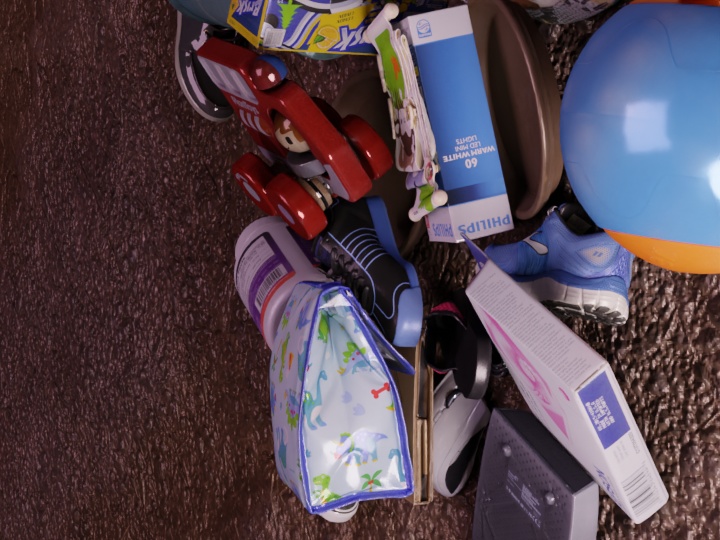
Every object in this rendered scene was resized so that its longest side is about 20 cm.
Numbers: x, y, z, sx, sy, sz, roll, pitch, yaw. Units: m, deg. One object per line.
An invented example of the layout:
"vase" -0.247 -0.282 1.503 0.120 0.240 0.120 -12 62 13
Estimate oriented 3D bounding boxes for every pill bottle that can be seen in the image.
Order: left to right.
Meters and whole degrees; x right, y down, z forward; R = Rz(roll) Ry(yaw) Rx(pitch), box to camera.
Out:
"pill bottle" -0.072 0.016 1.556 0.200 0.111 0.112 -127 45 -60

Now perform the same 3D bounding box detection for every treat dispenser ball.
"treat dispenser ball" 0.237 -0.099 1.002 0.200 0.200 0.202 6 97 57

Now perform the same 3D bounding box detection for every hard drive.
"hard drive" 0.151 0.227 1.272 0.135 0.042 0.201 47 143 45

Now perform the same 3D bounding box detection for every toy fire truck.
"toy fire truck" -0.071 -0.135 1.365 0.168 0.112 0.200 54 168 -30

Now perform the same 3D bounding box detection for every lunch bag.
"lunch bag" -0.025 0.109 1.369 0.170 0.127 0.201 -177 77 -77

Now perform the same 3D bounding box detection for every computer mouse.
"computer mouse" 0.090 0.133 1.388 0.110 0.044 0.201 49 131 45

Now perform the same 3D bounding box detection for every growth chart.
"growth chart" 0.039 -0.140 1.307 0.145 0.018 0.201 126 131 -77

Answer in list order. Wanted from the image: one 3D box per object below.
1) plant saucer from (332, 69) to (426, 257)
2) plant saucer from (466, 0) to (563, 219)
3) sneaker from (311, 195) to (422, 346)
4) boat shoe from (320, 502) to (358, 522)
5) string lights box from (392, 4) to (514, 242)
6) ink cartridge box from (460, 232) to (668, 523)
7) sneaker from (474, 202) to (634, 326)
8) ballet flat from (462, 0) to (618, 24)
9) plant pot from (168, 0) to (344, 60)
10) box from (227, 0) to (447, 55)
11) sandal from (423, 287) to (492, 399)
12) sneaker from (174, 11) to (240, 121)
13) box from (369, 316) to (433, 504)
"plant saucer" 0.021 -0.103 1.481 0.200 0.029 0.201 8 100 56
"plant saucer" 0.132 -0.144 1.261 0.200 0.029 0.201 168 90 -79
"sneaker" 0.000 0.000 1.376 0.200 0.077 0.070 -112 27 -48
"boat shoe" -0.040 0.169 1.569 0.064 0.070 0.201 -48 52 49
"string lights box" 0.079 -0.129 1.314 0.103 0.059 0.201 -172 69 -79
"ink cartridge box" 0.153 0.087 1.184 0.200 0.043 0.197 44 170 46
"sneaker" 0.171 -0.009 1.241 0.200 0.078 0.090 10 79 62
"ballet flat" 0.142 -0.251 1.259 0.200 0.072 0.073 17 107 55
"plant pot" -0.078 -0.319 1.501 0.196 0.199 0.201 34 121 41
"box" -0.022 -0.247 1.392 0.070 0.199 0.065 45 127 45
"sandal" 0.079 0.060 1.274 0.200 0.045 0.076 -104 20 -79
"sneaker" -0.170 -0.285 1.732 0.106 0.074 0.201 -29 67 57
"box" 0.034 0.131 1.442 0.200 0.021 0.165 -172 82 -76
